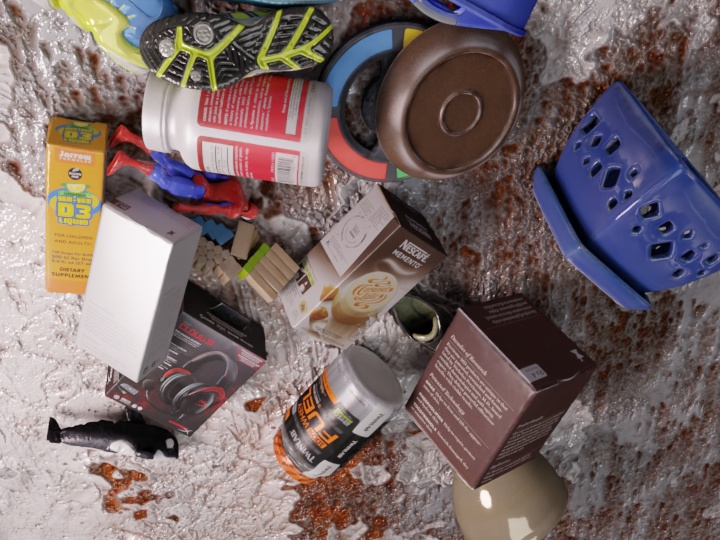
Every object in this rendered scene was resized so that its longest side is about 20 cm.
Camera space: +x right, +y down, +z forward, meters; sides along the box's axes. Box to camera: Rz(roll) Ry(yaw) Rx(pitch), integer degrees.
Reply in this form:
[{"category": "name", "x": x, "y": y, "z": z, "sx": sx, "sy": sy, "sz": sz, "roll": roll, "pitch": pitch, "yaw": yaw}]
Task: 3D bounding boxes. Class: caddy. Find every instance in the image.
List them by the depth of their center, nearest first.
[{"category": "caddy", "x": 0.097, "y": -0.308, "z": 0.773, "sx": 0.196, "sy": 0.142, "sz": 0.106, "roll": 19, "pitch": 116, "yaw": -25}]

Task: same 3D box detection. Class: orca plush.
[{"category": "orca plush", "x": -0.358, "y": 0.232, "z": 1.125, "sx": 0.195, "sy": 0.073, "sz": 0.105, "roll": 15, "pitch": 167, "yaw": -18}]

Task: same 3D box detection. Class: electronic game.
[{"category": "electronic game", "x": 0.039, "y": -0.196, "z": 0.903, "sx": 0.194, "sy": 0.042, "sz": 0.204, "roll": -7, "pitch": 127, "yaw": -9}]

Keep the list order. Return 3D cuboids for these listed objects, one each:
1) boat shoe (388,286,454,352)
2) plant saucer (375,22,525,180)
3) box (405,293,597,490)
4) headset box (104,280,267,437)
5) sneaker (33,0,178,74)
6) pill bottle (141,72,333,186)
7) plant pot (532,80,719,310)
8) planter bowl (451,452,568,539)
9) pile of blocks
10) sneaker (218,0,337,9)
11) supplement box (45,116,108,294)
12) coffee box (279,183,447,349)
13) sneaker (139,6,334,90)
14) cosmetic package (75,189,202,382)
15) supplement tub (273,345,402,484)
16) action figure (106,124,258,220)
[{"category": "boat shoe", "x": 0.090, "y": 0.077, "z": 1.101, "sx": 0.071, "sy": 0.067, "sz": 0.201, "roll": -37, "pitch": 127, "yaw": 11}, {"category": "plant saucer", "x": 0.113, "y": -0.190, "z": 0.891, "sx": 0.195, "sy": 0.032, "sz": 0.204, "roll": -13, "pitch": 128, "yaw": -16}, {"category": "box", "x": 0.200, "y": 0.171, "z": 1.105, "sx": 0.163, "sy": 0.164, "sz": 0.203, "roll": -8, "pitch": 133, "yaw": -43}, {"category": "headset box", "x": -0.233, "y": 0.117, "z": 1.045, "sx": 0.200, "sy": 0.076, "sz": 0.148, "roll": -43, "pitch": 124, "yaw": 18}, {"category": "sneaker", "x": -0.265, "y": -0.292, "z": 0.746, "sx": 0.106, "sy": 0.076, "sz": 0.199, "roll": -49, "pitch": 130, "yaw": 8}, {"category": "pill bottle", "x": -0.132, "y": -0.161, "z": 0.830, "sx": 0.194, "sy": 0.113, "sz": 0.115, "roll": 8, "pitch": 125, "yaw": -3}, {"category": "plant pot", "x": 0.344, "y": -0.082, "z": 0.970, "sx": 0.198, "sy": 0.203, "sz": 0.179, "roll": 32, "pitch": 120, "yaw": -32}, {"category": "planter bowl", "x": 0.234, "y": 0.359, "z": 1.286, "sx": 0.197, "sy": 0.201, "sz": 0.137, "roll": -29, "pitch": 101, "yaw": 9}, {"category": "pile of blocks", "x": -0.178, "y": -0.022, "z": 0.977, "sx": 0.196, "sy": 0.084, "sz": 0.062, "roll": 22, "pitch": 163, "yaw": -17}, {"category": "sneaker", "x": -0.102, "y": -0.310, "z": 0.762, "sx": 0.195, "sy": 0.076, "sz": 0.083, "roll": 0, "pitch": 102, "yaw": -27}, {"category": "supplement box", "x": -0.334, "y": -0.071, "z": 0.887, "sx": 0.065, "sy": 0.069, "sz": 0.204, "roll": 4, "pitch": 123, "yaw": -17}, {"category": "coffee box", "x": 0.000, "y": 0.000, "z": 1.001, "sx": 0.200, "sy": 0.081, "sz": 0.113, "roll": -44, "pitch": 139, "yaw": 19}, {"category": "sneaker", "x": -0.126, "y": -0.227, "z": 0.779, "sx": 0.194, "sy": 0.077, "sz": 0.078, "roll": -4, "pitch": 106, "yaw": -7}, {"category": "cosmetic package", "x": -0.267, "y": 0.019, "z": 0.906, "sx": 0.100, "sy": 0.074, "sz": 0.203, "roll": 28, "pitch": 116, "yaw": 9}, {"category": "supplement tub", "x": -0.038, "y": 0.221, "z": 1.142, "sx": 0.121, "sy": 0.124, "sz": 0.201, "roll": 29, "pitch": 115, "yaw": -30}, {"category": "action figure", "x": -0.202, "y": -0.102, "z": 0.895, "sx": 0.197, "sy": 0.067, "sz": 0.052, "roll": 22, "pitch": 131, "yaw": -37}]
